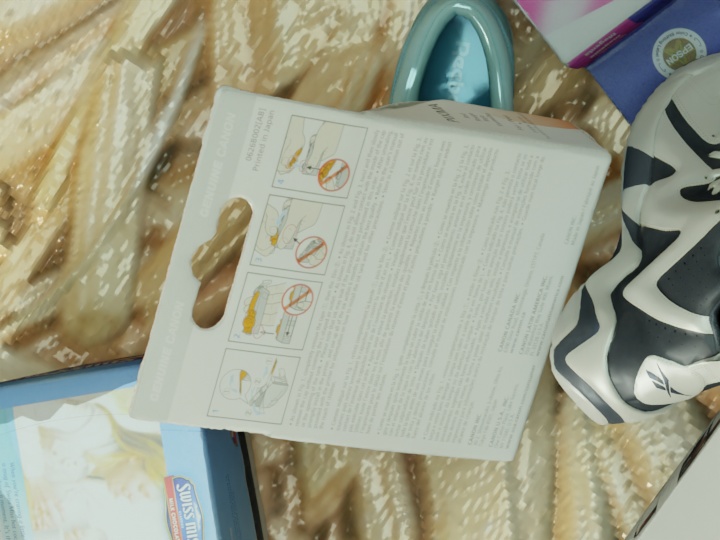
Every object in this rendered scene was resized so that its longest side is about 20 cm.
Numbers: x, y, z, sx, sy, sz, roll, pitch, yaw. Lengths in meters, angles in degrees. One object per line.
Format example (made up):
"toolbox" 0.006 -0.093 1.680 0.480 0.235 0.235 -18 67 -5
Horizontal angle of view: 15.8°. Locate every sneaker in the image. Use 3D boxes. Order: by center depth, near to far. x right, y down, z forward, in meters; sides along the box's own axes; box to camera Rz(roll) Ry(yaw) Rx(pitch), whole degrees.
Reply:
"sneaker" 0.174 -0.023 1.168 0.080 0.129 0.199 49 55 -25
"sneaker" 0.037 -0.038 1.241 0.074 0.082 0.201 0 90 7

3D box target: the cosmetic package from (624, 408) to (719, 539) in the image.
"cosmetic package" 0.151 0.127 1.197 0.051 0.083 0.200 36 114 9

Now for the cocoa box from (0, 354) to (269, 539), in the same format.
"cocoa box" -0.115 0.144 1.234 0.133 0.131 0.201 -10 89 7

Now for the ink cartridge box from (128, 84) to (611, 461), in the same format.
"ink cartridge box" 0.000 0.000 1.177 0.199 0.050 0.163 9 108 -24

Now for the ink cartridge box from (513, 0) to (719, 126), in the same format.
"ink cartridge box" 0.146 -0.190 1.206 0.196 0.043 0.200 -37 100 17
